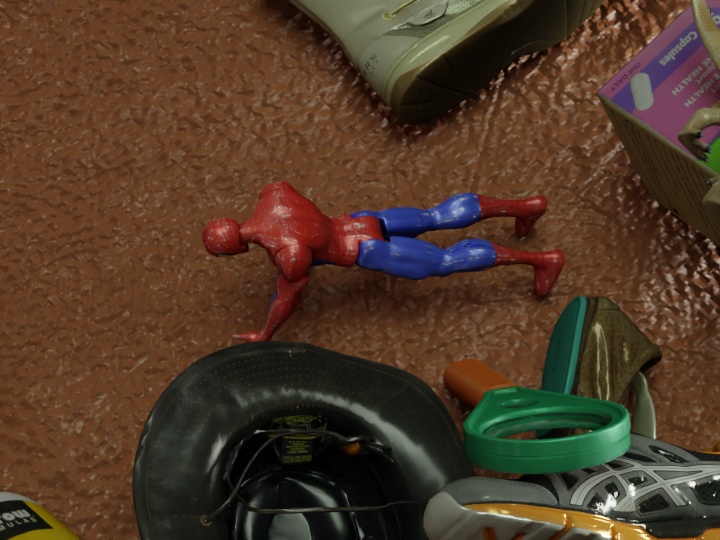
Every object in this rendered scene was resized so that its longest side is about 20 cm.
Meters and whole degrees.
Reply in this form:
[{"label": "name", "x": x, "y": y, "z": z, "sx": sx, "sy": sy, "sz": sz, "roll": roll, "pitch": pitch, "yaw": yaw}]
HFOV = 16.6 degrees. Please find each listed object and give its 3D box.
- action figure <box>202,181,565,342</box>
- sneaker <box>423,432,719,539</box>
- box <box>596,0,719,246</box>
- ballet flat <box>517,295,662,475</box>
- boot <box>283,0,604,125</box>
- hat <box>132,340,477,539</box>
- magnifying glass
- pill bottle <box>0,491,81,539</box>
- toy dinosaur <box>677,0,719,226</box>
[{"label": "action figure", "x": 0.000, "y": 0.000, "z": 1.341, "sx": 0.199, "sy": 0.099, "sz": 0.065, "roll": 4, "pitch": 51, "yaw": -26}, {"label": "sneaker", "x": 0.117, "y": 0.117, "z": 1.202, "sx": 0.199, "sy": 0.078, "sz": 0.077, "roll": 8, "pitch": 56, "yaw": -30}, {"label": "box", "x": 0.261, "y": -0.082, "z": 1.314, "sx": 0.176, "sy": 0.097, "sz": 0.200, "roll": -42, "pitch": 46, "yaw": -7}, {"label": "ballet flat", "x": 0.115, "y": 0.105, "z": 1.279, "sx": 0.072, "sy": 0.068, "sz": 0.200, "roll": 27, "pitch": 55, "yaw": -8}, {"label": "boot", "x": 0.051, "y": -0.186, "z": 1.452, "sx": 0.200, "sy": 0.072, "sz": 0.155, "roll": -34, "pitch": 61, "yaw": -24}, {"label": "hat", "x": -0.029, "y": 0.137, "z": 1.231, "sx": 0.200, "sy": 0.081, "sz": 0.201, "roll": 9, "pitch": 52, "yaw": -12}, {"label": "magnifying glass", "x": 0.077, "y": 0.071, "z": 1.232, "sx": 0.079, "sy": 0.200, "sz": 0.022, "roll": -8, "pitch": 101, "yaw": -11}, {"label": "pill bottle", "x": -0.162, "y": 0.177, "z": 1.174, "sx": 0.112, "sy": 0.113, "sz": 0.200, "roll": -39, "pitch": 53, "yaw": -23}, {"label": "toy dinosaur", "x": 0.211, "y": -0.071, "z": 1.241, "sx": 0.101, "sy": 0.058, "sz": 0.200, "roll": -34, "pitch": 49, "yaw": -21}]
